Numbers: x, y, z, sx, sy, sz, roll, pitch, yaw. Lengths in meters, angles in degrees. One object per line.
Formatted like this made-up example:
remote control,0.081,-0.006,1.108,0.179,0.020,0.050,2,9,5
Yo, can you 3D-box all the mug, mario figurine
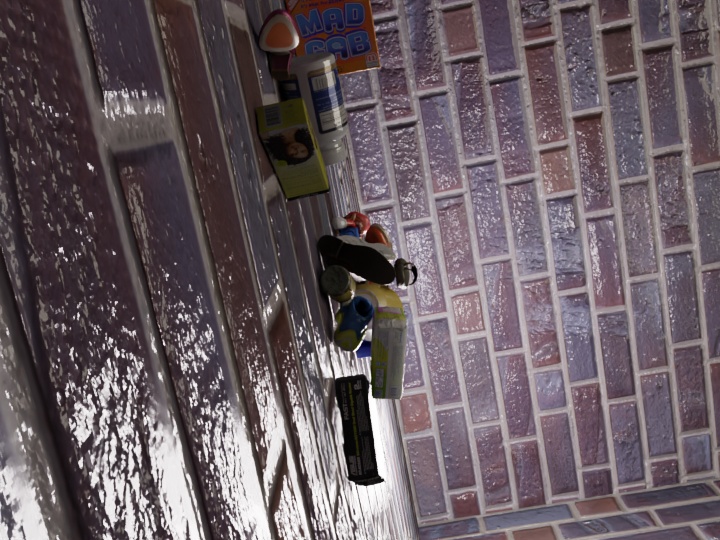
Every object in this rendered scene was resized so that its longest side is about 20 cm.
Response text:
mug,0.020,0.081,1.908,0.153,0.149,0.187,34,47,-73
mario figurine,-0.043,-0.090,2.042,0.124,0.106,0.200,-60,-173,31

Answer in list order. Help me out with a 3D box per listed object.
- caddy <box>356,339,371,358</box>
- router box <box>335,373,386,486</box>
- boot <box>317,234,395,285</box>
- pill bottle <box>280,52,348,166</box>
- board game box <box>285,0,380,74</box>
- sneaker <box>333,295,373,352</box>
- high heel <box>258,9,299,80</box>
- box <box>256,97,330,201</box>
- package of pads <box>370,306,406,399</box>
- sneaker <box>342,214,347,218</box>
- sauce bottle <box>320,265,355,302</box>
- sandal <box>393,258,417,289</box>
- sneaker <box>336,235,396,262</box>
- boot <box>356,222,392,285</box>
caddy,0.030,0.149,2.072,0.200,0.105,0.142,-95,173,-51
router box,0.003,0.318,1.497,0.150,0.062,0.201,67,13,-69
boot,0.000,0.000,1.638,0.064,0.186,0.200,-56,165,-12
pill bottle,-0.085,-0.306,1.452,0.111,0.111,0.201,-93,172,-65
board game box,-0.064,-0.601,1.891,0.200,0.199,0.201,-90,170,-68
sneaker,-0.003,0.095,1.617,0.105,0.076,0.200,-59,-170,18
high heel,-0.131,-0.402,1.256,0.200,0.067,0.096,88,3,-78
box,-0.100,-0.180,1.160,0.200,0.075,0.050,70,9,-66
package of pads,0.056,0.160,1.545,0.200,0.068,0.155,-92,-175,-81
sneaker,-0.029,-0.072,2.156,0.092,0.075,0.200,64,7,-50
sauce bottle,-0.043,0.034,1.577,0.200,0.064,0.065,69,11,-79
sandal,0.119,0.005,1.945,0.200,0.054,0.082,2,77,-83
sneaker,0.001,-0.029,1.919,0.082,0.200,0.077,-58,-138,24
boot,0.027,-0.023,2.014,0.107,0.075,0.201,-27,125,-44
